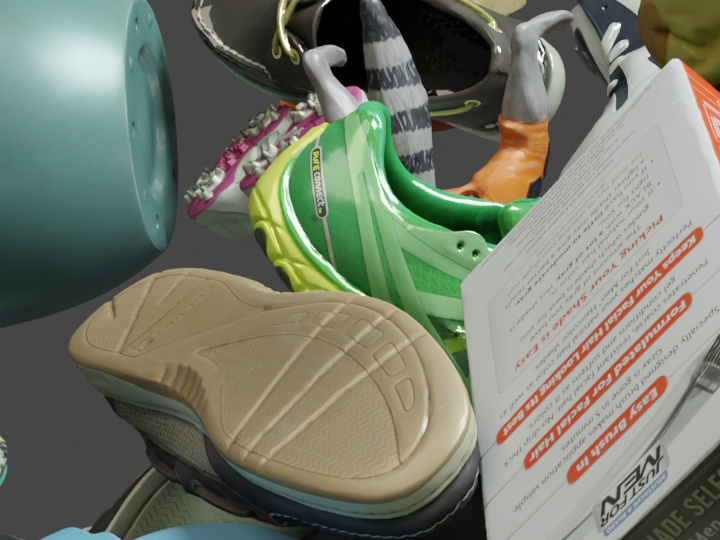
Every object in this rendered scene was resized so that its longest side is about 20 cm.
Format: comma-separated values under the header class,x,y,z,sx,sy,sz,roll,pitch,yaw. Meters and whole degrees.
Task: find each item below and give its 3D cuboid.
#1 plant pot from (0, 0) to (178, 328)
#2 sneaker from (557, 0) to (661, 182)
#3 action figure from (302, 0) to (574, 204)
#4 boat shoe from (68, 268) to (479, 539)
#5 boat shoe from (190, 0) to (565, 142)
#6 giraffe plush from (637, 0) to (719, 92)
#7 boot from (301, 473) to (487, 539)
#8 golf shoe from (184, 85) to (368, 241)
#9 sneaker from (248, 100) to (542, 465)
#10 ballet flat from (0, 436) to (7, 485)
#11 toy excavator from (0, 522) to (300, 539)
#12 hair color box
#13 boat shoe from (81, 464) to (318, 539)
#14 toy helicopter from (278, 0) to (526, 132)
class,x,y,z,sx,sy,sz,roll,pitch,yaw
plant pot,-0.177,-0.065,1.073,0.160,0.202,0.201,-5,33,5
sneaker,0.125,-0.075,0.979,0.129,0.080,0.199,9,49,51
action figure,0.000,0.000,0.869,0.199,0.105,0.195,-3,79,18
boat shoe,-0.023,0.049,0.705,0.072,0.065,0.199,-43,31,-22
boat shoe,-0.003,-0.111,1.026,0.200,0.060,0.072,16,87,31
giraffe plush,0.213,-0.079,0.858,0.173,0.201,0.162,44,36,18
boot,-0.017,0.159,0.725,0.164,0.066,0.201,-8,38,5
golf shoe,-0.023,-0.030,1.028,0.075,0.091,0.200,-49,13,-11
sneaker,0.051,0.019,0.781,0.084,0.200,0.074,-49,3,11
ballet flat,-0.260,0.098,0.998,0.199,0.075,0.074,-19,31,10
toy excavator,-0.010,0.125,0.651,0.199,0.100,0.194,-26,36,-33
hair color box,0.090,0.031,0.645,0.111,0.064,0.200,-47,18,21
boat shoe,-0.074,0.102,0.822,0.200,0.072,0.068,-45,25,3
toy helicopter,0.034,-0.136,1.161,0.132,0.079,0.200,-13,21,36
